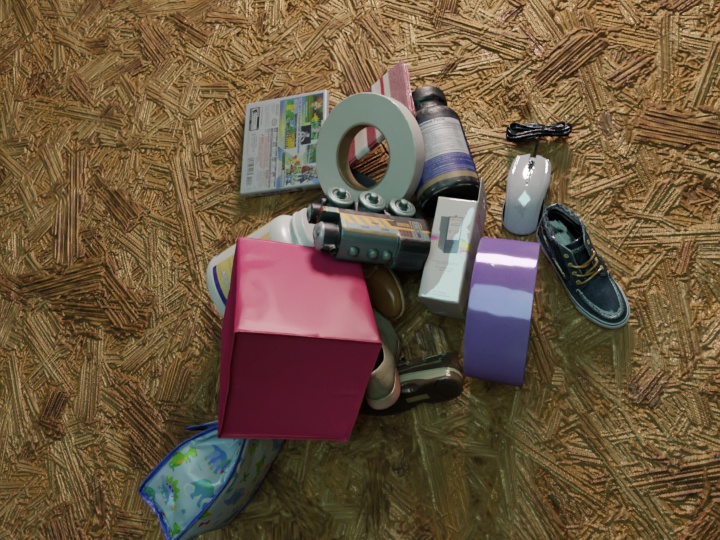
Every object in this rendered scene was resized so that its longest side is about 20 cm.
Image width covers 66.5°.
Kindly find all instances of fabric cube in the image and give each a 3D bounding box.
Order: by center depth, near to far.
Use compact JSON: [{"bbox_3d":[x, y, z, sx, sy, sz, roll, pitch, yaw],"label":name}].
[{"bbox_3d":[-0.098,0.101,0.792,0.191,0.204,0.201,7,35,-18],"label":"fabric cube"}]

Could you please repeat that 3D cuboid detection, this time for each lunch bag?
[{"bbox_3d":[-0.212,0.301,0.858,0.200,0.170,0.128,-44,70,0],"label":"lunch bag"}]

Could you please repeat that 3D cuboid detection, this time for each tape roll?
[{"bbox_3d":[0.204,0.058,0.790,0.083,0.200,0.205,6,75,18],"label":"tape roll"},{"bbox_3d":[0.012,-0.188,0.914,0.198,0.037,0.209,6,101,31],"label":"tape roll"}]

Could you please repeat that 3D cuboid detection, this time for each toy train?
[{"bbox_3d":[0.016,-0.059,0.830,0.195,0.086,0.116,7,40,-18],"label":"toy train"}]

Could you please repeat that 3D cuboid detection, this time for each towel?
[{"bbox_3d":[0.015,-0.263,0.979,0.198,0.023,0.147,-32,46,34],"label":"towel"}]

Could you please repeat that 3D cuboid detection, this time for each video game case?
[{"bbox_3d":[-0.148,-0.250,1.084,0.177,0.022,0.206,-5,72,15],"label":"video game case"}]

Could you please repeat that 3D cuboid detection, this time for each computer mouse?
[{"bbox_3d":[0.284,-0.160,0.916,0.107,0.044,0.205,9,77,18],"label":"computer mouse"}]

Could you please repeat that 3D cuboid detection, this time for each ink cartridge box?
[{"bbox_3d":[0.152,-0.037,0.878,0.066,0.117,0.205,9,76,20],"label":"ink cartridge box"}]

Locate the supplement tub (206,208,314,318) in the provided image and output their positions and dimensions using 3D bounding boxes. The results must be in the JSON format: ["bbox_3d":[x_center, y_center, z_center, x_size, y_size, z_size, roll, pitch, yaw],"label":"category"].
[{"bbox_3d":[-0.144,-0.001,0.929,0.197,0.145,0.148,-28,68,16],"label":"supplement tub"}]

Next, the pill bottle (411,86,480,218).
[{"bbox_3d":[0.130,-0.204,0.939,0.109,0.112,0.205,-17,69,11],"label":"pill bottle"}]

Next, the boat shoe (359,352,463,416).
[{"bbox_3d":[0.068,0.176,0.876,0.197,0.076,0.076,-12,38,19],"label":"boat shoe"}]

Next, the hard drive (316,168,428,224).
[{"bbox_3d":[0.011,-0.083,0.975,0.199,0.042,0.136,37,86,23],"label":"hard drive"}]

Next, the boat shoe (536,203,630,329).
[{"bbox_3d":[0.334,-0.006,0.829,0.070,0.091,0.203,-33,68,4],"label":"boat shoe"}]

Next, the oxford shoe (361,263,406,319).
[{"bbox_3d":[0.000,0.000,0.898,0.071,0.071,0.202,-42,80,33],"label":"oxford shoe"}]

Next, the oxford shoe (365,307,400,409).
[{"bbox_3d":[0.024,0.114,0.854,0.069,0.075,0.202,-20,34,6],"label":"oxford shoe"}]
